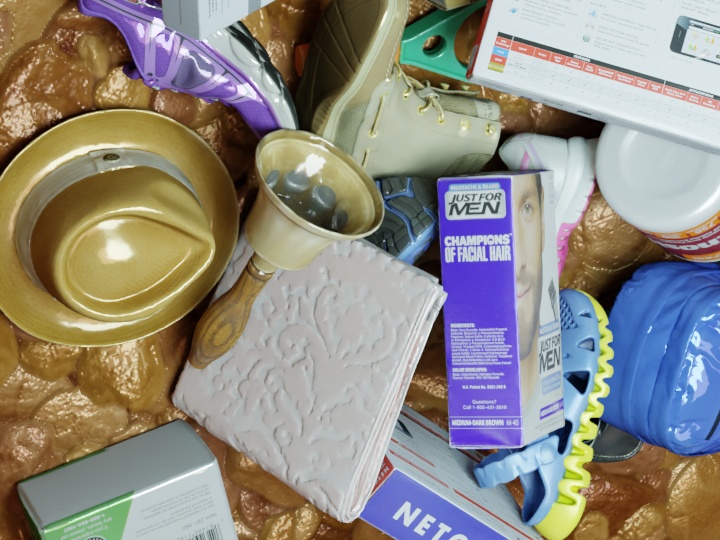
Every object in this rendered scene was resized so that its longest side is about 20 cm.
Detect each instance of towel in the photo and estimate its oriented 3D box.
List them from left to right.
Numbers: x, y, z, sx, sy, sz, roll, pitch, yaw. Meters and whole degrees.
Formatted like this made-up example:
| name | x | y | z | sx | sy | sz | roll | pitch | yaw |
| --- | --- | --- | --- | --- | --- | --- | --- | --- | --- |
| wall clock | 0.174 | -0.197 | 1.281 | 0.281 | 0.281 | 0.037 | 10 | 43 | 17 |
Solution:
| name | x | y | z | sx | sy | sz | roll | pitch | yaw |
| --- | --- | --- | --- | --- | --- | --- | --- | --- | --- |
| towel | -0.040 | 0.059 | 1.618 | 0.032 | 0.200 | 0.191 | 12 | 104 | -49 |

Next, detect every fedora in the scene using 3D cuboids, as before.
| name | x | y | z | sx | sy | sz | roll | pitch | yaw |
| --- | --- | --- | --- | --- | --- | --- | --- | --- | --- |
| fedora | -0.173 | -0.019 | 1.584 | 0.200 | 0.082 | 0.201 | -10 | 115 | -22 |

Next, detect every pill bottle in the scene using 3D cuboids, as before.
| name | x | y | z | sx | sy | sz | roll | pitch | yaw |
| --- | --- | --- | --- | --- | --- | --- | --- | --- | --- |
| pill bottle | 0.262 | -0.069 | 1.709 | 0.113 | 0.113 | 0.200 | -56 | 156 | 5 |

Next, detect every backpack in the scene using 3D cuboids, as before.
| name | x | y | z | sx | sy | sz | roll | pitch | yaw |
| --- | --- | --- | --- | --- | --- | --- | --- | --- | --- |
| backpack | 0.296 | 0.072 | 1.778 | 0.200 | 0.168 | 0.163 | 8 | 97 | -44 |

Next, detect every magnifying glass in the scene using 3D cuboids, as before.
| name | x | y | z | sx | sy | sz | roll | pitch | yaw |
| --- | --- | --- | --- | --- | --- | --- | --- | --- | --- |
| magnifying glass | 0.047 | -0.172 | 1.656 | 0.200 | 0.022 | 0.080 | -9 | 129 | -17 |

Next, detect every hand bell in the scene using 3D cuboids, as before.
| name | x | y | z | sx | sy | sz | roll | pitch | yaw |
| --- | --- | --- | --- | --- | --- | --- | --- | --- | --- |
| hand bell | -0.075 | 0.002 | 1.599 | 0.104 | 0.104 | 0.200 | 13 | 131 | -29 |

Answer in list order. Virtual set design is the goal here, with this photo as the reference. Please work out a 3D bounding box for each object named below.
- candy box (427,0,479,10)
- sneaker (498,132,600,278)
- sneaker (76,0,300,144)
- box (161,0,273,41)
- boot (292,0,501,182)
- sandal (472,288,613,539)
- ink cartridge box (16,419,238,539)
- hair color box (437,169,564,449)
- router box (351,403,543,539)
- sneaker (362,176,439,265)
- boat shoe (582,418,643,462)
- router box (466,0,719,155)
| name | x | y | z | sx | sy | sz | roll | pitch | yaw |
| --- | --- | --- | --- | --- | --- | --- | --- | --- | --- |
| candy box | 0.089 | -0.305 | 1.607 | 0.117 | 0.056 | 0.200 | -20 | 119 | -18 |
| sneaker | 0.123 | -0.026 | 1.726 | 0.088 | 0.081 | 0.200 | 21 | 109 | 4 |
| sneaker | -0.123 | -0.154 | 1.572 | 0.083 | 0.081 | 0.200 | -42 | 114 | 12 |
| box | -0.058 | -0.267 | 1.500 | 0.200 | 0.041 | 0.156 | -35 | 139 | -39 |
| boot | 0.037 | -0.133 | 1.618 | 0.155 | 0.073 | 0.200 | 1 | 133 | -26 |
| sandal | 0.144 | 0.108 | 1.718 | 0.087 | 0.079 | 0.200 | 15 | 75 | -13 |
| ink cartridge box | -0.167 | 0.239 | 1.692 | 0.146 | 0.084 | 0.200 | -20 | 118 | -16 |
| hair color box | 0.107 | 0.026 | 1.628 | 0.109 | 0.065 | 0.200 | -13 | 99 | -68 |
| router box | 0.050 | 0.167 | 1.707 | 0.200 | 0.180 | 0.049 | 35 | 101 | -31 |
| sneaker | 0.000 | 0.000 | 1.667 | 0.200 | 0.075 | 0.078 | -42 | 149 | 28 |
| boat shoe | 0.172 | 0.118 | 1.812 | 0.199 | 0.066 | 0.075 | 35 | 94 | -32 |
| router box | 0.197 | -0.196 | 1.568 | 0.200 | 0.049 | 0.180 | 17 | 90 | -2 |
